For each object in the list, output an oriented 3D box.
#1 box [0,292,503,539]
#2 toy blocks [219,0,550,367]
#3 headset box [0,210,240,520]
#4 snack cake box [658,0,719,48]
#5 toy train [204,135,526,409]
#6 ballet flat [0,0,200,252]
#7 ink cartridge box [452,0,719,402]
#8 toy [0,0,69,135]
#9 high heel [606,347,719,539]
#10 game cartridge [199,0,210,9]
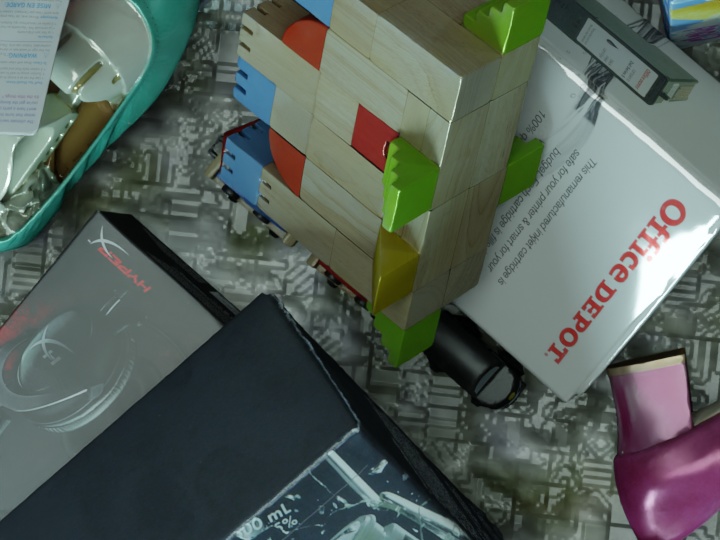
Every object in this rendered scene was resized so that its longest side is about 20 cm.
[{"bbox_3d":[-0.044,0.155,1.211,0.200,0.124,0.197,-41,127,3],"label":"box"},{"bbox_3d":[0.001,-0.075,1.175,0.137,0.100,0.200,40,140,26],"label":"toy blocks"},{"bbox_3d":[-0.132,0.093,1.308,0.149,0.077,0.200,42,95,8],"label":"headset box"},{"bbox_3d":[0.160,-0.172,1.195,0.067,0.200,0.116,-13,87,7],"label":"snack cake box"},{"bbox_3d":[0.000,0.000,1.300,0.200,0.046,0.034,40,96,8],"label":"toy train"},{"bbox_3d":[-0.144,-0.083,1.291,0.067,0.070,0.200,37,111,2],"label":"ballet flat"},{"bbox_3d":[0.077,-0.061,1.240,0.200,0.084,0.146,42,128,7],"label":"ink cartridge box"},{"bbox_3d":[-0.169,-0.155,1.265,0.115,0.047,0.201,3,76,31],"label":"toy"},{"bbox_3d":[0.218,0.076,1.253,0.199,0.067,0.096,-11,93,8],"label":"high heel"},{"bbox_3d":[-0.083,-0.218,1.323,0.200,0.040,0.133,-40,87,7],"label":"game cartridge"}]
